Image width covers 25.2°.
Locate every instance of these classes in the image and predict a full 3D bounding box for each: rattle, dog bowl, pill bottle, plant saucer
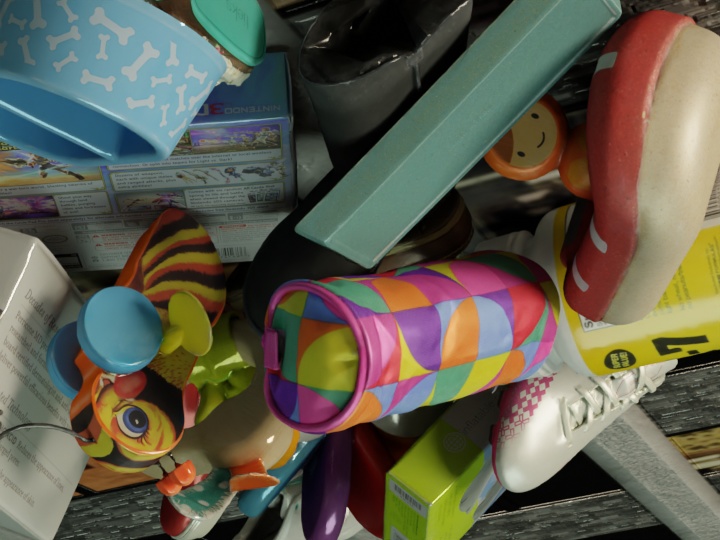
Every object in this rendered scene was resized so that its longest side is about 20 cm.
[{"bbox_3d":[-0.073,0.127,1.000,0.129,0.200,0.144,-19,121,-18],"label":"rattle"},{"bbox_3d":[-0.141,-0.089,0.745,0.111,0.050,0.199,26,168,-28],"label":"dog bowl"},{"bbox_3d":[0.179,0.004,1.035,0.198,0.116,0.114,-14,154,22],"label":"pill bottle"},{"bbox_3d":[0.054,-0.077,0.816,0.200,0.019,0.070,-46,152,9],"label":"plant saucer"}]

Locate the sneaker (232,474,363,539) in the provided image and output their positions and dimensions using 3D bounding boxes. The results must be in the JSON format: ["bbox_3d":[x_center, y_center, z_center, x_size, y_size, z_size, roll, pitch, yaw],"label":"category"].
[{"bbox_3d":[-0.043,0.194,1.373,0.075,0.200,0.089,27,157,37],"label":"sneaker"}]

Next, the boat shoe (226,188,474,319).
[{"bbox_3d":[0.000,0.000,1.021,0.199,0.072,0.068,-20,117,41],"label":"boat shoe"}]

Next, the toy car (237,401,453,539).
[{"bbox_3d":[-0.019,0.141,1.254,0.197,0.152,0.175,-1,156,-17],"label":"toy car"}]

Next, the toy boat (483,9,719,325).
[{"bbox_3d":[0.127,-0.063,0.888,0.129,0.132,0.200,19,156,5],"label":"toy boat"}]

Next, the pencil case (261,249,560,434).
[{"bbox_3d":[0.029,0.036,0.888,0.088,0.089,0.199,-23,170,36],"label":"pencil case"}]

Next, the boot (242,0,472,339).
[{"bbox_3d":[-0.008,-0.056,0.846,0.065,0.165,0.200,37,164,13],"label":"boot"}]

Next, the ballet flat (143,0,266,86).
[{"bbox_3d":[-0.104,-0.137,0.721,0.063,0.077,0.200,-4,155,18],"label":"ballet flat"}]

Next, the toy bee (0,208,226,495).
[{"bbox_3d":[-0.126,0.067,0.890,0.109,0.200,0.131,42,163,-9],"label":"toy bee"}]

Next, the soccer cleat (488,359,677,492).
[{"bbox_3d":[0.164,0.072,1.108,0.086,0.200,0.070,7,138,44],"label":"soccer cleat"}]

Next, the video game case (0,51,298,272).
[{"bbox_3d":[-0.135,-0.057,0.926,0.197,0.046,0.182,-4,157,-3],"label":"video game case"}]

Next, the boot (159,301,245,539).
[{"bbox_3d":[-0.147,0.097,1.145,0.143,0.072,0.202,9,111,-27],"label":"boot"}]

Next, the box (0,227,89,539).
[{"bbox_3d":[-0.269,0.050,0.955,0.197,0.132,0.200,16,160,15],"label":"box"}]

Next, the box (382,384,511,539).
[{"bbox_3d":[0.096,0.123,1.193,0.200,0.047,0.123,-43,155,-27],"label":"box"}]

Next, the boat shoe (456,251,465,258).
[{"bbox_3d":[0.058,0.033,1.128,0.075,0.073,0.200,-13,155,20],"label":"boat shoe"}]
